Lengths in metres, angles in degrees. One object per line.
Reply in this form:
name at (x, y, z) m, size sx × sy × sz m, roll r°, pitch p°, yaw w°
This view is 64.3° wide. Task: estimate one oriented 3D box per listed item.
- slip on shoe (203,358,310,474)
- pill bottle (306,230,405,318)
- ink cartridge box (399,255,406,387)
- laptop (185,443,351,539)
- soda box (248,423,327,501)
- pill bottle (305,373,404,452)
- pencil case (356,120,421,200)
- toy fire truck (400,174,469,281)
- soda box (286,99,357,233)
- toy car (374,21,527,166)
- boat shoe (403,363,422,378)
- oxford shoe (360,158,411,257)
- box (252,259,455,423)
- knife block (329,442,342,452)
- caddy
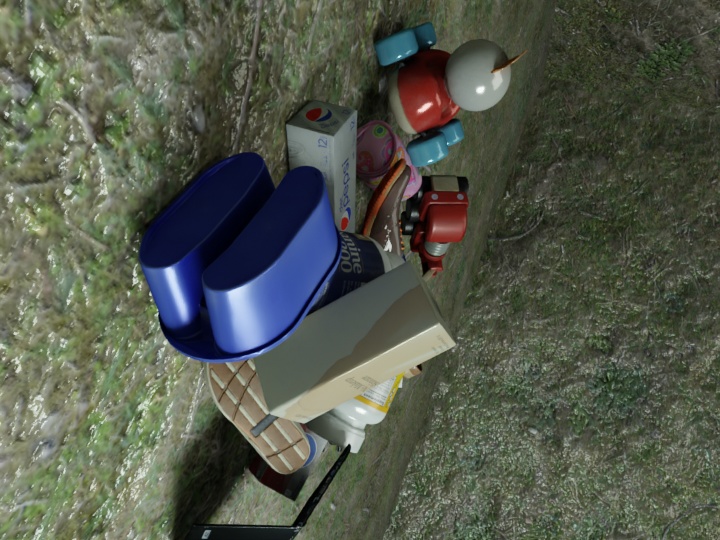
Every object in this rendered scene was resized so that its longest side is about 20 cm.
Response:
slip on shoe at (-0.124, 0.150, 0.675) m, size 0.076 × 0.060 × 0.202 m, roll -36°, pitch 116°, yaw -14°
pill bottle at (-0.032, 0.009, 0.677) m, size 0.198 × 0.110 × 0.113 m, roll 7°, pitch 103°, yaw -46°
ink cartridge box at (0.050, 0.081, 0.937) m, size 0.094 × 0.043 × 0.204 m, roll -97°, pitch -172°, yaw -63°
laptop at (-0.123, 0.304, 0.725) m, size 0.200 × 0.102 × 0.178 m, roll -48°, pitch 171°, yaw -48°
soda box at (-0.082, 0.228, 0.857) m, size 0.202 × 0.070 × 0.063 m, roll -60°, pitch -159°, yaw -15°
pill bottle at (0.003, 0.141, 0.801) m, size 0.203 × 0.111 × 0.113 m, roll -64°, pitch 162°, yaw -10°
pencil case at (0.040, -0.166, 0.905) m, size 0.200 × 0.086 × 0.089 m, roll 14°, pitch 94°, yaw -73°
toy fire truck at (0.124, -0.047, 1.027) m, size 0.177 × 0.126 × 0.204 m, roll 108°, pitch -21°, yaw -62°
soda box at (-0.046, -0.103, 0.722) m, size 0.203 × 0.062 × 0.069 m, roll 91°, pitch 23°, yaw -43°
toy car at (0.151, -0.279, 0.836) m, size 0.177 × 0.197 × 0.187 m, roll -47°, pitch 121°, yaw -54°
boat shoe at (0.072, 0.100, 1.052) m, size 0.075 × 0.071 × 0.204 m, roll -23°, pitch 101°, yaw -63°
oxford shoe at (0.036, -0.059, 0.816) m, size 0.071 × 0.071 × 0.203 m, roll -80°, pitch -167°, yaw -66°
box at (-0.007, 0.081, 0.614) m, size 0.198 × 0.079 × 0.095 m, roll -29°, pitch 153°, yaw 10°
knife block at (-0.051, 0.209, 1.011) m, size 0.063 × 0.175 × 0.203 m, roll 17°, pitch 47°, yaw -45°
caddy at (-0.100, -0.012, 0.516) m, size 0.201 × 0.139 × 0.106 m, roll -58°, pitch 155°, yaw -36°
